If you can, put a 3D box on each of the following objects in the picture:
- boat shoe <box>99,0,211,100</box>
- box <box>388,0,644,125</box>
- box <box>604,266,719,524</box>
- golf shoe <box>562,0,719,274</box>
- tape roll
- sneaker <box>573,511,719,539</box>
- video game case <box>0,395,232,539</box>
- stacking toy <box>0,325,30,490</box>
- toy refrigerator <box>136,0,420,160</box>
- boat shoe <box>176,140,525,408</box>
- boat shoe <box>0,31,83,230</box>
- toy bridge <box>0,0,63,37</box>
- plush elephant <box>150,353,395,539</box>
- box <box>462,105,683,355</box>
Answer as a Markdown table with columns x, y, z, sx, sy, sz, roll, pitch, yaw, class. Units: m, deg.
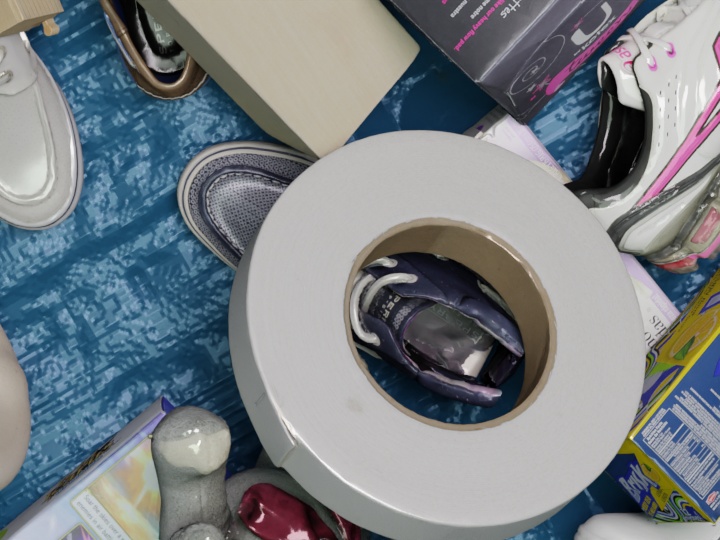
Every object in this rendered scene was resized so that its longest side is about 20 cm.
| x | y | z | sx | sy | sz | roll | pitch | yaw | class |
| --- | --- | --- | --- | --- | --- | --- | --- | --- | --- |
| -0.109 | -0.182 | 1.292 | 0.072 | 0.072 | 0.201 | -19 | 101 | 0 | boat shoe |
| 0.100 | -0.184 | 1.261 | 0.200 | 0.132 | 0.115 | -45 | 75 | 6 | box |
| 0.201 | 0.033 | 1.318 | 0.064 | 0.070 | 0.200 | 45 | 73 | -10 | box |
| 0.166 | -0.102 | 1.304 | 0.092 | 0.073 | 0.201 | 21 | 90 | -32 | golf shoe |
| 0.037 | 0.031 | 1.245 | 0.202 | 0.037 | 0.204 | 7 | 66 | -16 | tape roll |
| 0.213 | 0.111 | 1.363 | 0.198 | 0.080 | 0.130 | 9 | 99 | -5 | sneaker |
| -0.108 | 0.199 | 1.377 | 0.181 | 0.045 | 0.200 | -39 | 100 | 3 | video game case |
| -0.279 | 0.083 | 1.323 | 0.199 | 0.146 | 0.146 | -30 | 101 | 21 | stacking toy |
| -0.067 | -0.146 | 1.241 | 0.076 | 0.070 | 0.200 | -51 | 125 | -7 | toy refrigerator |
| 0.000 | 0.000 | 1.322 | 0.199 | 0.093 | 0.075 | 26 | 98 | -8 | boat shoe |
| -0.195 | -0.109 | 1.302 | 0.071 | 0.070 | 0.201 | -21 | 101 | 1 | boat shoe |
| -0.189 | -0.207 | 1.283 | 0.027 | 0.067 | 0.201 | -23 | 90 | 35 | toy bridge |
| -0.012 | 0.155 | 1.271 | 0.154 | 0.164 | 0.201 | 18 | 104 | 26 | plush elephant |
| 0.123 | 0.002 | 1.356 | 0.039 | 0.041 | 0.200 | -40 | 101 | 3 | box |
